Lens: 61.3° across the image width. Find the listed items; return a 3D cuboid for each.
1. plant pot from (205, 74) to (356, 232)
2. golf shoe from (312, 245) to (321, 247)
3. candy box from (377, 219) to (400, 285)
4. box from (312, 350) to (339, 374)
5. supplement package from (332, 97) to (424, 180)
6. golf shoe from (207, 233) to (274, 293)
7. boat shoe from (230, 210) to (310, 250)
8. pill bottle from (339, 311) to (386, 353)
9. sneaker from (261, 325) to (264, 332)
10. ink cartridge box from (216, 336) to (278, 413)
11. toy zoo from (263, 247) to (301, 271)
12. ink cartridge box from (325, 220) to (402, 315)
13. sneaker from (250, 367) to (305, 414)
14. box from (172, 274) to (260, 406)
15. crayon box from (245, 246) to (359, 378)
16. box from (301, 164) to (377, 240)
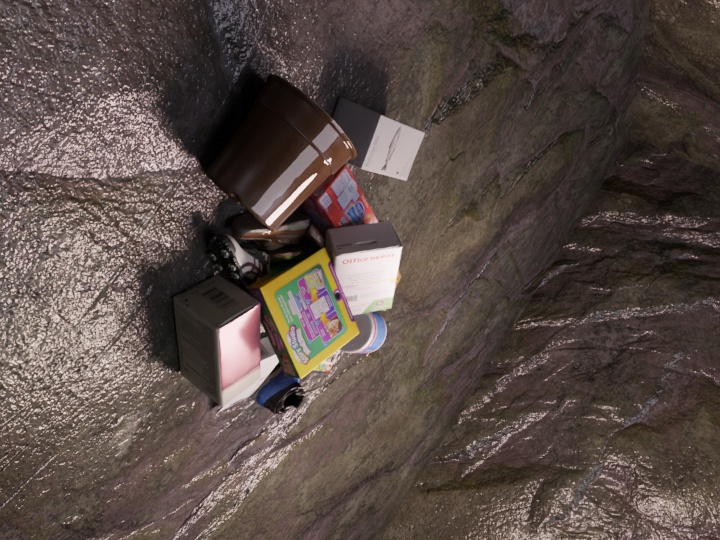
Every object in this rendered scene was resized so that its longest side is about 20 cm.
[{"bbox_3d":[-0.144,-0.187,1.039,0.199,0.200,0.200,-50,151,-3],"label":"plant pot"},{"bbox_3d":[-0.128,0.036,1.374,0.201,0.072,0.092,-64,148,-20],"label":"golf shoe"},{"bbox_3d":[0.037,-0.012,1.459,0.116,0.055,0.201,-62,149,-35],"label":"candy box"},{"bbox_3d":[-0.098,0.188,1.448,0.111,0.035,0.200,-63,161,-4],"label":"box"},{"bbox_3d":[0.030,-0.276,1.301,0.199,0.117,0.118,-2,117,-58],"label":"supplement package"},{"bbox_3d":[-0.225,-0.018,1.162,0.088,0.077,0.201,-52,153,-22],"label":"golf shoe"},{"bbox_3d":[-0.175,-0.072,1.197,0.199,0.075,0.072,-10,126,-53],"label":"boat shoe"},{"bbox_3d":[0.002,0.143,1.463,0.113,0.112,0.200,-61,162,1],"label":"pill bottle"},{"bbox_3d":[-0.172,0.091,1.258,0.201,0.115,0.074,-53,152,-12],"label":"sneaker"},{"bbox_3d":[-0.252,0.227,1.341,0.109,0.050,0.200,-20,155,-51],"label":"ink cartridge box"},{"bbox_3d":[-0.202,0.050,1.314,0.131,0.020,0.201,-11,124,-55],"label":"toy zoo"},{"bbox_3d":[0.000,0.000,1.302,0.144,0.084,0.201,-9,138,-14],"label":"ink cartridge box"},{"bbox_3d":[-0.161,0.275,1.486,0.200,0.111,0.077,-34,141,-41],"label":"sneaker"},{"bbox_3d":[-0.270,0.132,1.164,0.109,0.127,0.201,-33,142,-42],"label":"box"},{"bbox_3d":[-0.109,0.081,1.200,0.172,0.058,0.201,-34,111,-35],"label":"crayon box"},{"bbox_3d":[-0.054,-0.138,1.291,0.100,0.095,0.200,-53,143,-14],"label":"box"}]
